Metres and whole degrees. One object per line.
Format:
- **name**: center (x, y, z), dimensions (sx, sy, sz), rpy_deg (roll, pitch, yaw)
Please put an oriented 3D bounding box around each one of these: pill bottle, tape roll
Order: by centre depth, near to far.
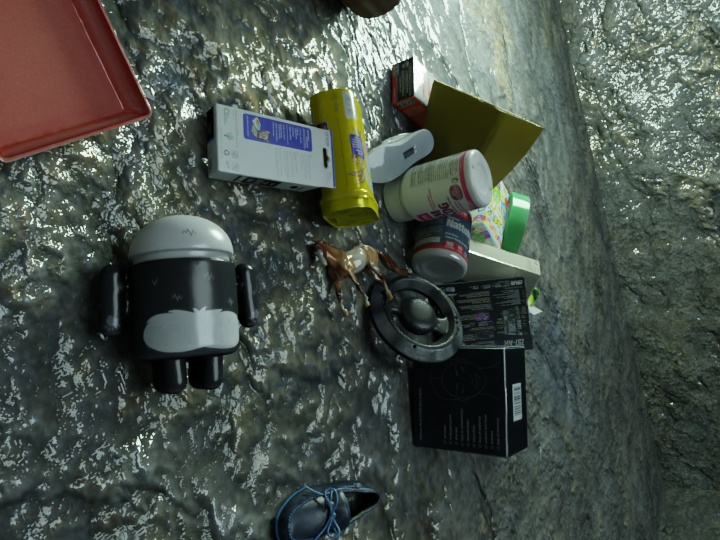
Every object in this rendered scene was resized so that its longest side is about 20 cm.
- **pill bottle**: center (0.153, -0.163, 1.157), dimensions (0.113, 0.199, 0.114), rpy_deg (19, 66, -51)
- **pill bottle**: center (0.181, -0.088, 1.252), dimensions (0.120, 0.119, 0.201), rpy_deg (41, 50, -42)
- **tape roll**: center (0.390, -0.104, 1.517), dimensions (0.200, 0.048, 0.202), rpy_deg (16, 90, -86)

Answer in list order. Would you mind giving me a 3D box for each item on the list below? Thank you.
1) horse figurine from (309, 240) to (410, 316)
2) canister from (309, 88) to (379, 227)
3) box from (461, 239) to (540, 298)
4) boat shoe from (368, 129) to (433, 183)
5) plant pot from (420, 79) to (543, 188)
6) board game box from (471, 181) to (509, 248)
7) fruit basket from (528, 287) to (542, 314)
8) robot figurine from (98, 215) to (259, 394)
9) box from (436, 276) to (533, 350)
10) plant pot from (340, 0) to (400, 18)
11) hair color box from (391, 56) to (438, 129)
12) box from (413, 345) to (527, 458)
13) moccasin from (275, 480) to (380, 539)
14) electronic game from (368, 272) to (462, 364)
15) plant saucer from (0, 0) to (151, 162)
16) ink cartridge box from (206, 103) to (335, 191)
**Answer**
- **horse figurine**: center (0.000, 0.000, 1.016), dimensions (0.199, 0.050, 0.133), rpy_deg (-16, 75, -47)
- **canister**: center (-0.028, -0.186, 0.975), dimensions (0.149, 0.086, 0.202), rpy_deg (32, 49, -79)
- **box**: center (0.307, -0.005, 1.333), dimensions (0.069, 0.198, 0.083), rpy_deg (-67, 176, -56)
- **boat shoe**: center (0.063, -0.229, 1.163), dimensions (0.199, 0.065, 0.074), rpy_deg (-28, 113, -33)
- **plant pot**: center (0.251, -0.289, 1.289), dimensions (0.199, 0.200, 0.177), rpy_deg (-1, 121, -49)
- **board game box**: center (0.299, -0.142, 1.447), dimensions (0.105, 0.102, 0.201), rpy_deg (50, 44, -35)
- **fruit basket**: center (0.360, 0.062, 1.428), dimensions (0.094, 0.185, 0.200), rpy_deg (-63, 159, 16)
- **robot figurine**: center (-0.204, 0.038, 0.665), dimensions (0.150, 0.124, 0.202), rpy_deg (16, 68, -71)
- **box**: center (0.270, 0.103, 1.267), dimensions (0.044, 0.198, 0.162), rpy_deg (65, 19, -83)
- **plant pot**: center (-0.008, -0.584, 1.055), dimensions (0.198, 0.199, 0.202), rpy_deg (22, 64, -59)
- **hair color box**: center (0.149, -0.395, 1.332), dimensions (0.199, 0.061, 0.102), rpy_deg (21, 65, -53)
- **box**: center (0.215, 0.248, 1.135), dimensions (0.124, 0.195, 0.202), rpy_deg (9, 79, -56)
- **moccasin**: center (-0.042, 0.352, 0.862), dimensions (0.199, 0.068, 0.081), rpy_deg (-3, 85, -55)
- **electronic game**: center (0.106, 0.087, 1.092), dimensions (0.199, 0.042, 0.201), rpy_deg (16, 47, -18)
- **plant saucer**: center (-0.344, -0.231, 0.603), dimensions (0.200, 0.036, 0.201), rpy_deg (-43, 116, -50)
- **ink cartridge box**: center (-0.129, -0.175, 0.853), dimensions (0.199, 0.039, 0.100), rpy_deg (4, 78, -37)
